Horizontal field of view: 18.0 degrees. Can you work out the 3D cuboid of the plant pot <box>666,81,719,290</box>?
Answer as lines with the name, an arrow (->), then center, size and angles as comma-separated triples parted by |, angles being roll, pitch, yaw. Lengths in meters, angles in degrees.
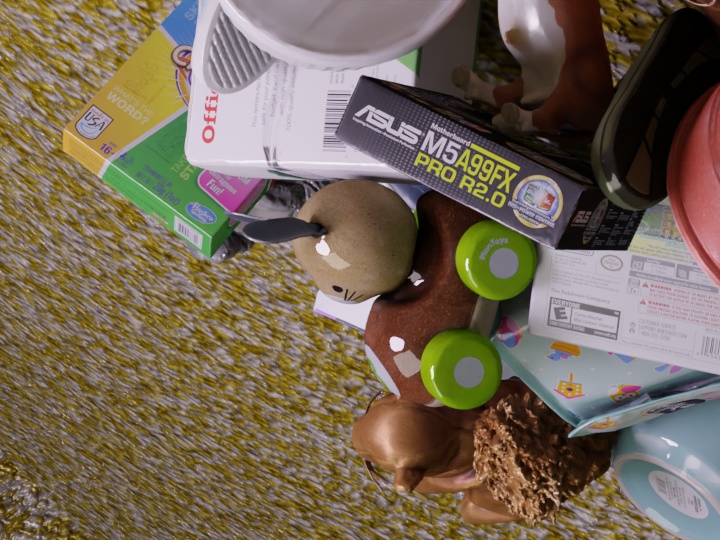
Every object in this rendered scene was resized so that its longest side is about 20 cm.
plant pot -> 0.300, -0.090, 1.302 | 0.200, 0.201, 0.196 | 36, 148, 9

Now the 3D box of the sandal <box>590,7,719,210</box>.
sandal -> 0.186, -0.102, 1.434 | 0.057, 0.201, 0.080 | -29, 100, 44

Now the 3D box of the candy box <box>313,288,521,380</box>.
candy box -> 0.091, 0.031, 1.839 | 0.167, 0.072, 0.199 | 22, -171, 36

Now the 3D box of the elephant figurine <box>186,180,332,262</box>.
elephant figurine -> -0.064, -0.079, 1.973 | 0.199, 0.155, 0.143 | -1, 92, 43

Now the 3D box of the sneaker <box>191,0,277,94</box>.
sneaker -> -0.078, -0.224, 1.635 | 0.074, 0.201, 0.082 | 27, 176, -37

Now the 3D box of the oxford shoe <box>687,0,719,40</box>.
oxford shoe -> 0.210, -0.186, 1.397 | 0.071, 0.071, 0.200 | 13, 147, 44

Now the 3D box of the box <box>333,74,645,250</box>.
box -> 0.089, -0.066, 1.453 | 0.160, 0.045, 0.200 | 27, -171, 18

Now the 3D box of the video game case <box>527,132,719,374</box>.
video game case -> 0.220, -0.020, 1.554 | 0.199, 0.022, 0.184 | 12, 117, 14

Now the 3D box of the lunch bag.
lunch bag -> 0.210, 0.044, 1.695 | 0.169, 0.123, 0.200 | -20, 132, 24

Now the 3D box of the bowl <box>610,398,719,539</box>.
bowl -> 0.280, 0.151, 1.856 | 0.200, 0.105, 0.201 | 33, 157, 16

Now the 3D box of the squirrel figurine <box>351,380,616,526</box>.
squirrel figurine -> 0.097, 0.132, 1.824 | 0.199, 0.143, 0.186 | 2, 172, 41

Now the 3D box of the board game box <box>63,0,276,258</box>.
board game box -> -0.119, -0.130, 1.833 | 0.153, 0.200, 0.040 | 35, 156, 9

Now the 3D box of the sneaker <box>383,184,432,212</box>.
sneaker -> 0.038, -0.122, 1.729 | 0.201, 0.075, 0.084 | 57, 139, 2

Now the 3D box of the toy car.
toy car -> 0.000, 0.000, 1.627 | 0.199, 0.159, 0.164 | 17, -177, -16

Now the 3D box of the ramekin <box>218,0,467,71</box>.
ramekin -> -0.017, -0.225, 1.525 | 0.202, 0.203, 0.094 | 39, 168, 2

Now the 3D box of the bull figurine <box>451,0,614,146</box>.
bull figurine -> 0.107, -0.175, 1.433 | 0.065, 0.121, 0.201 | -17, 88, 51

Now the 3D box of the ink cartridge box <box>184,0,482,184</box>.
ink cartridge box -> -0.021, -0.140, 1.667 | 0.199, 0.147, 0.084 | 4, 176, 34
